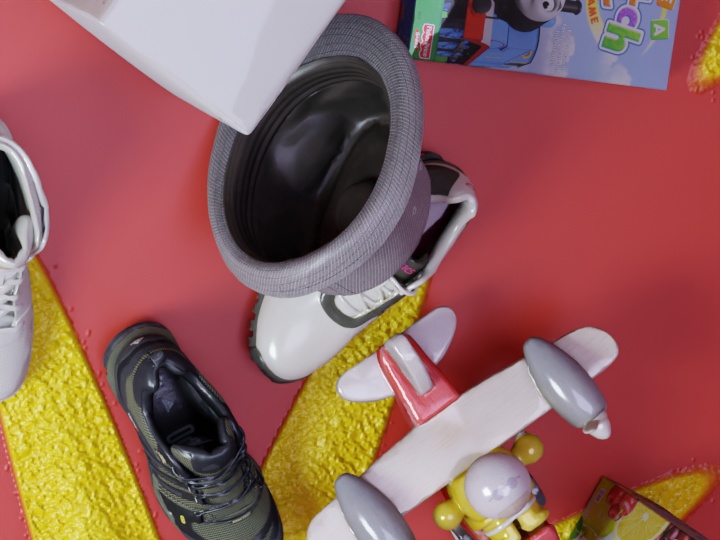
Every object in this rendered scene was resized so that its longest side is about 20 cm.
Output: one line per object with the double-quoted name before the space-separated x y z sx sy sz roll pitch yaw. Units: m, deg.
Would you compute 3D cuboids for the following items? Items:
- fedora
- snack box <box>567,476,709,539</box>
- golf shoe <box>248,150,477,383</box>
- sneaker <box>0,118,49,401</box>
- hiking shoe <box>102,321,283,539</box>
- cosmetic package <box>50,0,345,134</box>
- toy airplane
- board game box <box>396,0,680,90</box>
"fedora" -0.014 -0.063 1.428 0.090 0.177 0.200 36 45 -47
"snack box" 0.197 0.260 1.527 0.068 0.200 0.169 29 92 -20
"golf shoe" 0.000 0.000 1.475 0.077 0.088 0.200 42 88 -22
"sneaker" -0.244 0.002 1.385 0.074 0.116 0.200 -7 104 -18
"hiking shoe" -0.111 0.133 1.459 0.076 0.101 0.200 -33 109 -8
"cosmetic package" -0.082 -0.210 1.345 0.123 0.199 0.200 35 89 -21
"toy airplane" 0.075 0.125 1.486 0.199 0.141 0.200 11 98 -18
"board game box" 0.132 -0.213 1.498 0.200 0.037 0.151 5 99 -19
